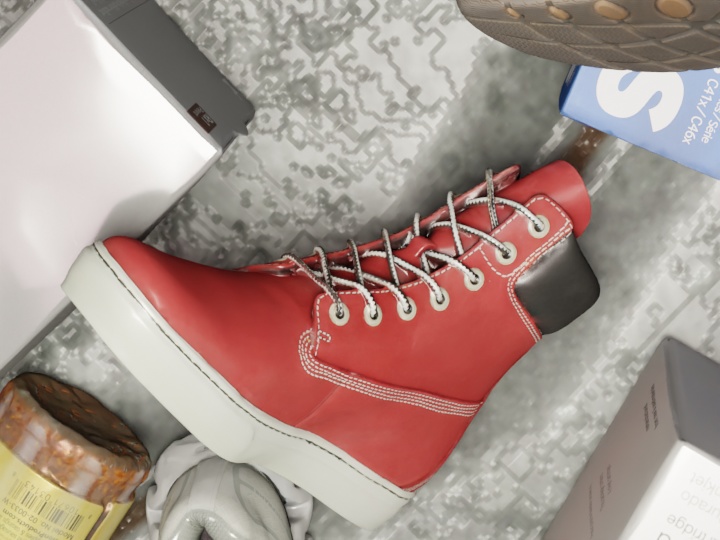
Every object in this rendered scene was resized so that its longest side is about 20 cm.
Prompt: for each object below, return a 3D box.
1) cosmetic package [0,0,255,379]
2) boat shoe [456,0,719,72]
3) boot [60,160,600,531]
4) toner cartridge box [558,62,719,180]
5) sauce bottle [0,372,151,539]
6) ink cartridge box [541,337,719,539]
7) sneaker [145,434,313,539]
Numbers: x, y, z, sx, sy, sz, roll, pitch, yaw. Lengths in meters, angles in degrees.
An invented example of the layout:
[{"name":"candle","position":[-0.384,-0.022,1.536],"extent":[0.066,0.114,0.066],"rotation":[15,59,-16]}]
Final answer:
[{"name":"cosmetic package","position":[-0.136,-0.010,0.942],"extent":[0.090,0.107,0.200],"rotation":[43,98,-4]},{"name":"boat shoe","position":[0.129,-0.114,0.888],"extent":[0.199,0.075,0.074],"rotation":[-6,71,14]},{"name":"boot","position":[0.000,0.000,0.908],"extent":[0.144,0.200,0.072],"rotation":[-45,56,9]},{"name":"toner cartridge box","position":[0.148,-0.130,0.934],"extent":[0.095,0.043,0.201],"rotation":[22,101,-1]},{"name":"sauce bottle","position":[-0.152,0.133,0.991],"extent":[0.066,0.066,0.200],"rotation":[34,99,-4]},{"name":"ink cartridge box","position":[0.119,0.157,0.938],"extent":[0.147,0.145,0.201],"rotation":[28,103,-2]},{"name":"sneaker","position":[-0.044,0.162,0.984],"extent":[0.075,0.081,0.201],"rotation":[-9,102,3]}]
